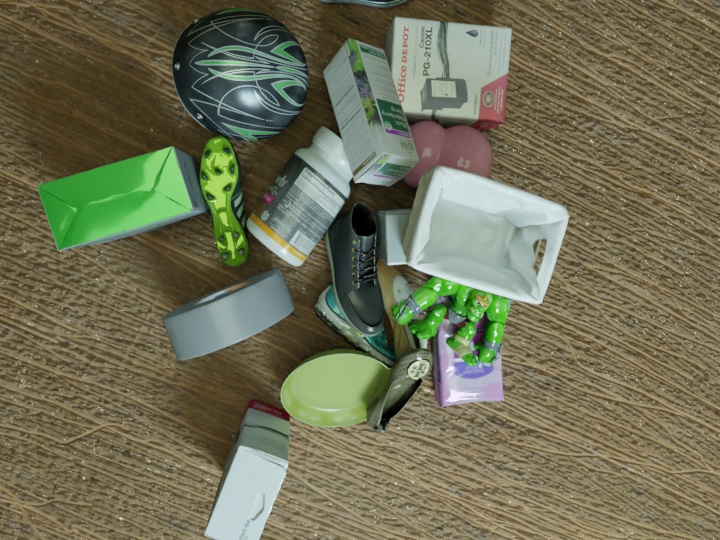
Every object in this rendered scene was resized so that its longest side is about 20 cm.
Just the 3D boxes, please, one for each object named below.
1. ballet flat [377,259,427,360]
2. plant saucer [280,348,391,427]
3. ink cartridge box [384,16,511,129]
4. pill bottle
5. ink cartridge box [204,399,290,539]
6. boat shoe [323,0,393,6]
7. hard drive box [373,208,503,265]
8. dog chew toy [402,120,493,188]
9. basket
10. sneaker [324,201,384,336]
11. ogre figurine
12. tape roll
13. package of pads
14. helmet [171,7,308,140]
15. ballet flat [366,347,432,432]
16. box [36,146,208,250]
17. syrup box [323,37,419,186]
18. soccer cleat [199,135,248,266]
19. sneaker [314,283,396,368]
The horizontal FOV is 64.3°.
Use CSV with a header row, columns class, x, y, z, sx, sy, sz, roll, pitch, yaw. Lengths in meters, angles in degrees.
class,x,y,z,sx,sy,sz,roll,pitch,yaw
ballet flat,0.078,0.073,0.966,0.062,0.068,0.207,-21,80,37
plant saucer,-0.037,0.194,0.961,0.192,0.032,0.204,-5,132,-5
ink cartridge box,0.137,-0.320,0.941,0.192,0.084,0.151,3,95,-5
pill bottle,-0.086,-0.120,0.925,0.115,0.116,0.202,36,91,-8
ink cartridge box,-0.174,0.318,0.919,0.081,0.200,0.149,22,94,-8
boat shoe,0.014,-0.467,0.920,0.193,0.071,0.075,-8,97,-5
hard drive box,0.125,-0.062,0.932,0.192,0.156,0.080,-3,98,-5
dog chew toy,0.115,-0.186,0.941,0.193,0.125,0.129,16,95,2
basket,0.163,-0.052,0.797,0.194,0.123,0.140,16,96,-7
sneaker,0.000,0.000,0.920,0.073,0.106,0.206,-15,79,-27
ogre figurine,0.155,0.065,0.904,0.196,0.098,0.122,30,107,2
tape roll,-0.203,0.064,0.889,0.195,0.200,0.068,-22,98,-3
package of pads,0.185,0.129,0.999,0.116,0.076,0.208,-5,97,-8
helmet,-0.174,-0.290,0.858,0.192,0.191,0.208,-1,97,-6
ballet flat,0.062,0.200,0.929,0.065,0.047,0.202,14,129,-21
box,-0.342,-0.105,0.869,0.194,0.177,0.100,-17,98,-3
syrup box,0.014,-0.238,0.875,0.077,0.081,0.206,0,66,-40
soccer cleat,-0.218,-0.110,0.927,0.065,0.081,0.208,-8,99,-7
sneaker,0.013,0.099,0.982,0.199,0.077,0.080,42,77,-11
